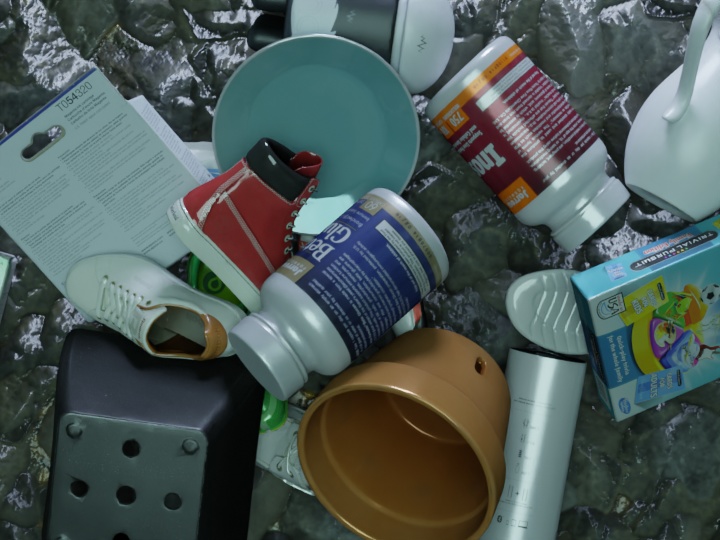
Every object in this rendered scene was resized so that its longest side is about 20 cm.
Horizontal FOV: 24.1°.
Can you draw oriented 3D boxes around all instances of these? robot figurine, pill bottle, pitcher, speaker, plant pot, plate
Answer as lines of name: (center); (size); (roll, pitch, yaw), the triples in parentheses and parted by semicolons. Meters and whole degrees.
robot figurine: (-0.007, -0.238, 1.639); (0.198, 0.151, 0.126); (8, 62, 2)
pill bottle: (-0.023, 0.025, 1.562); (0.200, 0.111, 0.111); (-41, 91, -17)
pill bottle: (0.165, -0.119, 1.640); (0.113, 0.113, 0.200); (-42, 90, 2)
pitcher: (0.325, -0.160, 1.611); (0.121, 0.171, 0.201); (29, 91, 37)
speaker: (0.168, 0.178, 1.666); (0.080, 0.081, 0.202); (9, 92, 1)
plant pot: (-0.200, 0.182, 1.557); (0.198, 0.177, 0.202); (8, 101, 0)
plate: (-0.042, -0.130, 1.610); (0.198, 0.026, 0.202); (0, 114, 0)
plant pot: (0.056, 0.150, 1.598); (0.198, 0.140, 0.202); (14, 127, 19)

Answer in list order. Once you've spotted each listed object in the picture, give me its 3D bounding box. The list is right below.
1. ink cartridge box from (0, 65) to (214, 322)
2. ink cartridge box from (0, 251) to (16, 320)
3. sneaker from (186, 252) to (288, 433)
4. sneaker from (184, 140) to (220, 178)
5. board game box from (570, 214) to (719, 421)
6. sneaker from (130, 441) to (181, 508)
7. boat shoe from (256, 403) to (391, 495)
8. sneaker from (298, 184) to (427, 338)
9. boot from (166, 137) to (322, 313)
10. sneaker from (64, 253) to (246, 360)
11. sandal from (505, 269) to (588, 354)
ink cartridge box: (-0.254, -0.076, 1.635); (0.196, 0.043, 0.200); (-33, 108, 22)
ink cartridge box: (-0.448, 0.060, 1.697); (0.159, 0.050, 0.202); (16, 90, 1)
sneaker: (-0.130, 0.067, 1.658); (0.073, 0.084, 0.202); (-22, 81, 0)
sneaker: (-0.156, -0.094, 1.677); (0.198, 0.072, 0.073); (9, 110, 1)
board game box: (0.314, 0.039, 1.621); (0.198, 0.047, 0.152); (-22, 124, -5)
sneaker: (-0.186, 0.159, 1.686); (0.098, 0.078, 0.202); (-7, 101, -5)
boat shoe: (-0.050, 0.184, 1.678); (0.198, 0.069, 0.071); (23, 96, 2)
sneaker: (0.000, -0.001, 1.674); (0.107, 0.067, 0.203); (-13, 88, 3)
boot: (-0.070, -0.035, 1.602); (0.144, 0.073, 0.200); (-36, 132, 8)
sneaker: (-0.207, 0.034, 1.593); (0.198, 0.085, 0.074); (16, 106, 22)
sandal: (0.236, 0.042, 1.677); (0.201, 0.050, 0.083); (5, 95, -13)
